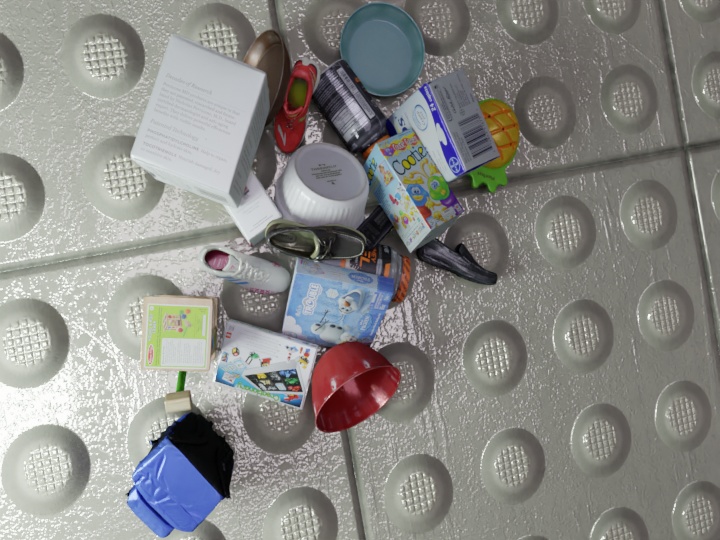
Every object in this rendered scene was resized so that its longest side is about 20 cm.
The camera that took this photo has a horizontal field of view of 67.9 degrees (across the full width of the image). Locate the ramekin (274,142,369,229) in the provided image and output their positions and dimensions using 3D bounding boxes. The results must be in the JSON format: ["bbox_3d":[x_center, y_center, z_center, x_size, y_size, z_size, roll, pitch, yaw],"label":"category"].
[{"bbox_3d":[-0.071,-0.164,1.071,0.195,0.095,0.208,12,51,-15],"label":"ramekin"}]

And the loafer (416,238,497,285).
[{"bbox_3d":[0.219,-0.025,1.184,0.194,0.068,0.073,22,93,-6],"label":"loafer"}]

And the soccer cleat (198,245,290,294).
[{"bbox_3d":[-0.236,0.001,1.087,0.193,0.086,0.073,17,85,-10],"label":"soccer cleat"}]

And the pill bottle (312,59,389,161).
[{"bbox_3d":[-0.014,-0.328,1.131,0.105,0.106,0.202,-38,95,-10],"label":"pill bottle"}]

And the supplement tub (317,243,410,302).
[{"bbox_3d":[0.000,0.000,1.114,0.192,0.122,0.128,11,86,-11],"label":"supplement tub"}]

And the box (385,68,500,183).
[{"bbox_3d":[0.162,-0.275,1.109,0.103,0.199,0.189,-26,92,-23],"label":"box"}]

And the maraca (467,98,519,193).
[{"bbox_3d":[0.289,-0.278,1.186,0.132,0.107,0.209,12,86,-11],"label":"maraca"}]

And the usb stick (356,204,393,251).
[{"bbox_3d":[0.048,-0.108,1.121,0.055,0.033,0.201,42,46,-1],"label":"usb stick"}]

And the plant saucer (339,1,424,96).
[{"bbox_3d":[0.046,-0.483,1.184,0.191,0.036,0.209,0,89,-11],"label":"plant saucer"}]

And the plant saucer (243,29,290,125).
[{"bbox_3d":[-0.195,-0.372,1.070,0.034,0.196,0.209,10,86,-41],"label":"plant saucer"}]

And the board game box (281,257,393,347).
[{"bbox_3d":[-0.051,0.078,1.075,0.191,0.204,0.044,12,45,-9],"label":"board game box"}]

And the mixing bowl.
[{"bbox_3d":[-0.025,0.219,1.085,0.195,0.203,0.110,-28,55,-11],"label":"mixing bowl"}]

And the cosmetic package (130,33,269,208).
[{"bbox_3d":[-0.258,-0.238,0.904,0.160,0.167,0.208,18,85,-7],"label":"cosmetic package"}]

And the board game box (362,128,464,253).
[{"bbox_3d":[0.102,-0.162,1.086,0.101,0.105,0.204,-27,80,-28],"label":"board game box"}]

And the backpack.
[{"bbox_3d":[-0.334,0.370,1.000,0.166,0.200,0.165,-37,97,0],"label":"backpack"}]

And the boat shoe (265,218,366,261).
[{"bbox_3d":[-0.082,-0.048,0.995,0.192,0.067,0.074,9,115,-10],"label":"boat shoe"}]

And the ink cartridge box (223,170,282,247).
[{"bbox_3d":[-0.243,-0.160,1.062,0.082,0.145,0.204,-33,93,-9],"label":"ink cartridge box"}]

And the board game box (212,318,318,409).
[{"bbox_3d":[-0.193,0.191,1.092,0.193,0.035,0.131,17,93,0],"label":"board game box"}]

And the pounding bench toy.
[{"bbox_3d":[-0.342,0.154,1.026,0.119,0.156,0.209,2,88,-11],"label":"pounding bench toy"}]

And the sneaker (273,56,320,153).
[{"bbox_3d":[-0.139,-0.324,1.076,0.074,0.086,0.204,18,128,-4],"label":"sneaker"}]
